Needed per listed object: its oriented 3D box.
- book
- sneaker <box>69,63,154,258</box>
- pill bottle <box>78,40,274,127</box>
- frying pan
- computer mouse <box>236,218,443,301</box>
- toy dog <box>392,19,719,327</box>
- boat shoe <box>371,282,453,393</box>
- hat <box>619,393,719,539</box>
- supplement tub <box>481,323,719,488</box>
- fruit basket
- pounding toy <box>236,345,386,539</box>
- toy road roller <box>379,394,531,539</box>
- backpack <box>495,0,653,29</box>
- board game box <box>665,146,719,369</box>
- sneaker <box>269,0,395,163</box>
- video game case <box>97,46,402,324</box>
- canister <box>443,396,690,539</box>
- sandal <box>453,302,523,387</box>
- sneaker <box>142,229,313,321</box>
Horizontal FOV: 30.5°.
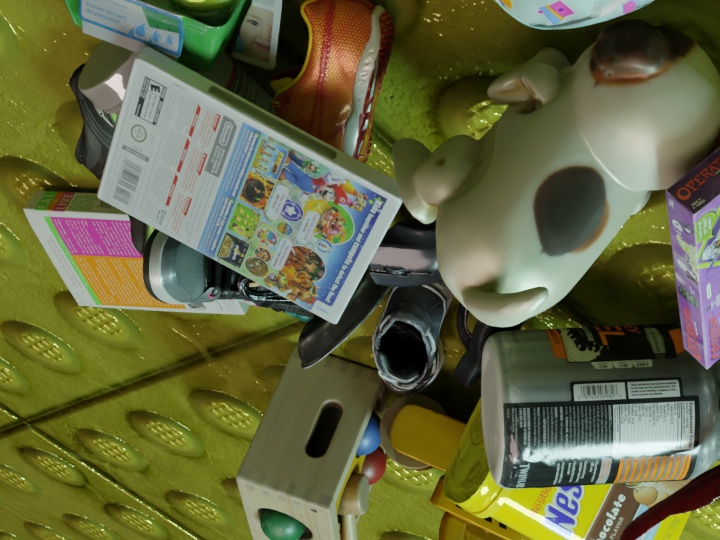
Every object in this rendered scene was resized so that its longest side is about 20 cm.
[{"bbox_3d":[-0.212,-0.018,1.260,0.198,0.048,0.134,5,142,28],"label":"book"},{"bbox_3d":[-0.191,-0.095,1.103,0.083,0.077,0.202,17,137,24],"label":"sneaker"},{"bbox_3d":[-0.113,-0.100,0.994,0.108,0.110,0.200,-11,135,45],"label":"pill bottle"},{"bbox_3d":[-0.013,0.030,1.175,0.031,0.115,0.190,45,-169,-9],"label":"frying pan"},{"bbox_3d":[0.000,0.000,1.052,0.197,0.034,0.059,-13,139,-1],"label":"computer mouse"},{"bbox_3d":[0.129,-0.071,0.811,0.199,0.194,0.140,-39,102,21],"label":"toy dog"},{"bbox_3d":[0.041,0.073,1.192,0.071,0.068,0.201,22,150,4],"label":"boat shoe"},{"bbox_3d":[0.286,0.093,0.961,0.175,0.198,0.167,-11,103,62],"label":"hat"},{"bbox_3d":[0.198,0.105,1.031,0.197,0.124,0.123,-2,148,-3],"label":"supplement tub"},{"bbox_3d":[-0.132,-0.224,0.835,0.183,0.094,0.201,21,150,6],"label":"fruit basket"},{"bbox_3d":[-0.032,0.224,1.346,0.140,0.202,0.185,16,149,13],"label":"pounding toy"},{"bbox_3d":[0.098,0.220,1.274,0.198,0.147,0.123,23,173,10],"label":"toy road roller"},{"bbox_3d":[0.091,-0.222,0.648,0.165,0.128,0.200,-5,142,35],"label":"backpack"},{"bbox_3d":[0.249,-0.025,0.827,0.032,0.120,0.201,43,169,32],"label":"board game box"},{"bbox_3d":[-0.030,-0.102,0.934,0.076,0.073,0.202,18,117,8],"label":"sneaker"},{"bbox_3d":[-0.080,-0.054,0.914,0.198,0.018,0.144,28,136,-1],"label":"video game case"},{"bbox_3d":[0.192,0.181,1.168,0.199,0.150,0.086,30,172,-17],"label":"canister"},{"bbox_3d":[0.105,0.038,1.097,0.048,0.075,0.201,46,154,15],"label":"sandal"},{"bbox_3d":[-0.087,0.000,1.106,0.119,0.085,0.200,3,-178,23],"label":"sneaker"}]
